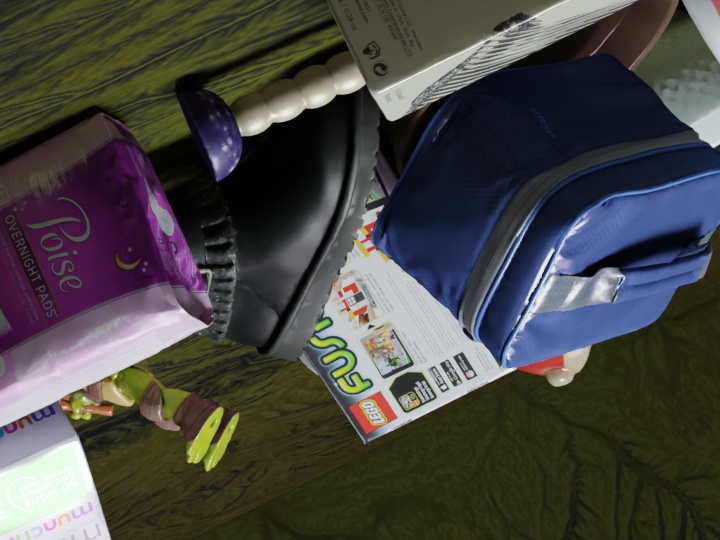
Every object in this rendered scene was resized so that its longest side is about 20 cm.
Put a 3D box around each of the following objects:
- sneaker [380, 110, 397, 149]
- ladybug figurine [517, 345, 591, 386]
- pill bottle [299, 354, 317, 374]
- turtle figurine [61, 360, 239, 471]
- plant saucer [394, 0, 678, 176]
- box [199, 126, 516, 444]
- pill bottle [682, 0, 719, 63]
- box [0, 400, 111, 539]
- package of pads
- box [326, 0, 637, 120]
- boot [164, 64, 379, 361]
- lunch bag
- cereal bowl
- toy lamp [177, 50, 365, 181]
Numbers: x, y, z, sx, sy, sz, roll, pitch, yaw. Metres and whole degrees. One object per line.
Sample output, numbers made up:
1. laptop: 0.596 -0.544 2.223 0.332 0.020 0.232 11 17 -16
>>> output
1. sneaker: -0.031 -0.038 1.666 0.099 0.078 0.200 -12 164 -41
2. ladybug figurine: 0.093 -0.020 1.720 0.072 0.201 0.136 -12 161 -14
3. pill bottle: 0.045 0.002 1.972 0.199 0.113 0.112 -19 169 -35
4. turtle figurine: -0.161 0.074 1.803 0.065 0.161 0.200 -59 168 -17
5. plant saucer: 0.098 -0.121 1.559 0.200 0.030 0.200 -31 161 -12
6. box: 0.000 0.000 1.619 0.110 0.200 0.035 -26 -154 12
7. pill bottle: 0.273 -0.194 1.489 0.199 0.109 0.109 -29 170 17
8. box: -0.265 0.112 1.501 0.199 0.177 0.097 -23 132 -12
9. package of pads: -0.187 0.015 1.397 0.199 0.121 0.076 -26 171 6
10. box: 0.085 -0.152 1.347 0.199 0.069 0.082 -26 171 5
11. boot: -0.084 -0.038 1.508 0.157 0.080 0.212 11 122 -17
12. lunch bag: 0.125 -0.029 1.547 0.200 0.132 0.136 -15 142 -47
13. cereal bowl: 0.192 -0.113 1.781 0.199 0.084 0.200 -29 172 -4
14. toy lamp: 0.005 -0.108 1.420 0.199 0.058 0.058 -25 171 -5
